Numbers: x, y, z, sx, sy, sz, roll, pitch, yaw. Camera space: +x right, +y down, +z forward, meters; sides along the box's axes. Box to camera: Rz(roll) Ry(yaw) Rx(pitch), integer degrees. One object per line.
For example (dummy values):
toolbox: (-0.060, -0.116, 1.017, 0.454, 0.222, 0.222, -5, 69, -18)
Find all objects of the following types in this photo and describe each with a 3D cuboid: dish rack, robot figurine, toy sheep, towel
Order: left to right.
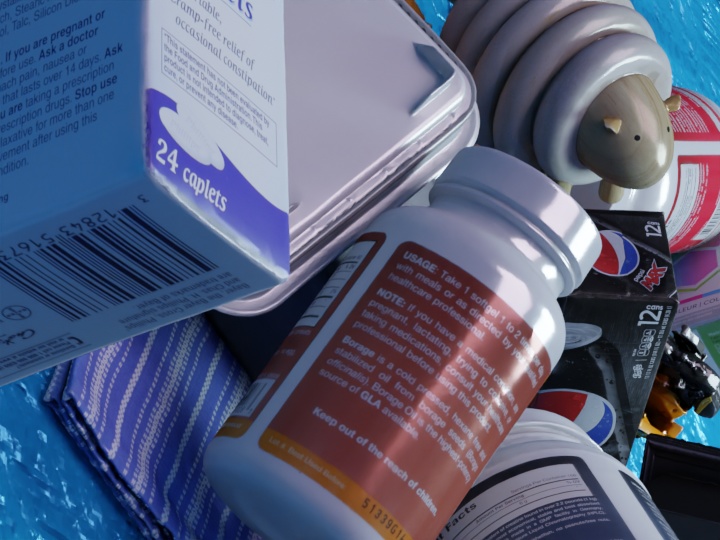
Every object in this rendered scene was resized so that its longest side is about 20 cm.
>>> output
towel: (-0.073, 0.087, 1.394, 0.200, 0.024, 0.145, 57, 29, -27)
dish rack: (-0.045, -0.090, 1.392, 0.172, 0.044, 0.200, 47, 57, 5)
toy sheep: (0.106, -0.113, 1.684, 0.200, 0.138, 0.138, 40, 10, 32)
robot figurine: (0.127, 0.036, 1.712, 0.200, 0.145, 0.058, 46, 68, -41)

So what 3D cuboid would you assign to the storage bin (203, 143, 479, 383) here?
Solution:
storage bin: (0.000, 0.000, 1.480, 0.200, 0.145, 0.135, 57, 40, -27)

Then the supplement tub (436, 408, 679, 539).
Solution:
supplement tub: (0.100, 0.173, 1.436, 0.140, 0.140, 0.200, 50, 5, -35)

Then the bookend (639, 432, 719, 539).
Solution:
bookend: (0.150, 0.208, 1.576, 0.200, 0.092, 0.200, -15, 115, -64)

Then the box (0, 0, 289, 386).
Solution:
box: (-0.129, -0.073, 1.208, 0.105, 0.183, 0.201, 37, 43, -47)

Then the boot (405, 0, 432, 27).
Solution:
boot: (-0.017, -0.160, 1.628, 0.144, 0.071, 0.202, -58, 130, -64)

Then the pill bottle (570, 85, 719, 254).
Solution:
pill bottle: (0.161, -0.062, 1.844, 0.200, 0.112, 0.113, -5, 77, -63)

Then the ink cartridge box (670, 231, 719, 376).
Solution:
ink cartridge box: (0.233, 0.000, 1.951, 0.059, 0.104, 0.200, 57, 30, -28)

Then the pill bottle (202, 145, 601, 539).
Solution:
pill bottle: (0.025, 0.044, 1.365, 0.200, 0.112, 0.112, -53, 128, -17)

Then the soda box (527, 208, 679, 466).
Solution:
soda box: (0.121, 0.059, 1.609, 0.200, 0.063, 0.071, 101, -11, -45)
